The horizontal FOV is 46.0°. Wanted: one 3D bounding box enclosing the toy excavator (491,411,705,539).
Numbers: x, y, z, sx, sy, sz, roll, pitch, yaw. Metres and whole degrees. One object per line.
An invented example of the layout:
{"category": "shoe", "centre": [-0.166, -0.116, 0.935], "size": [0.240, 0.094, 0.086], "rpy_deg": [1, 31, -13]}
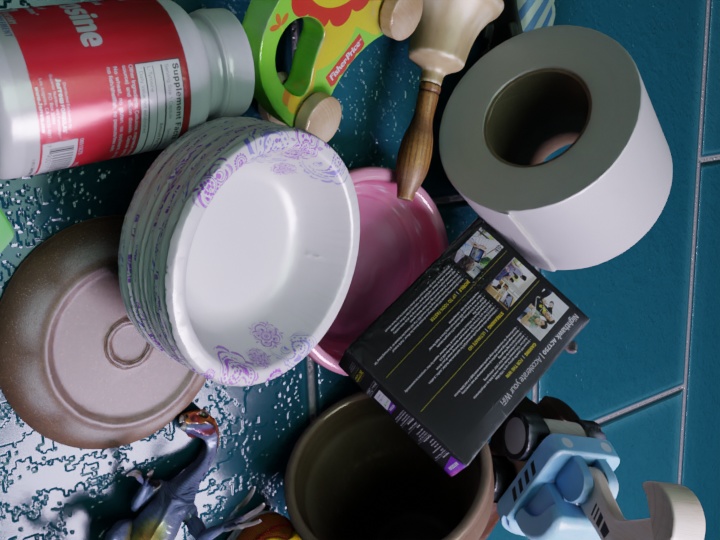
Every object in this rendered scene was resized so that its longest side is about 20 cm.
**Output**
{"category": "toy excavator", "centre": [0.211, 0.215, 0.786], "size": [0.099, 0.201, 0.196], "rpy_deg": [11, 124, -25]}

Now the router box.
{"category": "router box", "centre": [0.099, 0.067, 0.800], "size": [0.149, 0.051, 0.200], "rpy_deg": [43, 65, 9]}

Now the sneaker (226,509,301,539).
{"category": "sneaker", "centre": [-0.126, 0.320, 0.792], "size": [0.073, 0.077, 0.201], "rpy_deg": [41, 76, -37]}

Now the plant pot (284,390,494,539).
{"category": "plant pot", "centre": [0.038, 0.246, 0.847], "size": [0.200, 0.199, 0.176], "rpy_deg": [-39, 138, -24]}

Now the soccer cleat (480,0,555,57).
{"category": "soccer cleat", "centre": [0.172, -0.303, 0.897], "size": [0.086, 0.069, 0.202], "rpy_deg": [-11, 111, -45]}

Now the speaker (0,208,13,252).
{"category": "speaker", "centre": [-0.336, 0.007, 0.561], "size": [0.200, 0.088, 0.089], "rpy_deg": [-41, 121, -23]}

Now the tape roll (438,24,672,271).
{"category": "tape roll", "centre": [0.195, -0.119, 0.844], "size": [0.139, 0.201, 0.204], "rpy_deg": [37, 77, -52]}

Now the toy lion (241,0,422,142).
{"category": "toy lion", "centre": [-0.032, -0.231, 0.697], "size": [0.201, 0.068, 0.192], "rpy_deg": [-54, 151, -9]}

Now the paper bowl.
{"category": "paper bowl", "centre": [-0.100, -0.019, 0.669], "size": [0.200, 0.104, 0.203], "rpy_deg": [-24, 122, -45]}

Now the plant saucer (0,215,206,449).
{"category": "plant saucer", "centre": [-0.198, 0.057, 0.707], "size": [0.199, 0.037, 0.203], "rpy_deg": [-10, 106, -35]}

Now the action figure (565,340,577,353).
{"category": "action figure", "centre": [0.124, 0.098, 0.945], "size": [0.193, 0.105, 0.200], "rpy_deg": [36, 105, -29]}

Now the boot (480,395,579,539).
{"category": "boot", "centre": [0.129, 0.216, 0.930], "size": [0.185, 0.064, 0.201], "rpy_deg": [22, 114, -36]}

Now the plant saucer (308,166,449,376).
{"category": "plant saucer", "centre": [0.000, 0.000, 0.830], "size": [0.199, 0.051, 0.203], "rpy_deg": [-6, 100, -36]}

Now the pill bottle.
{"category": "pill bottle", "centre": [-0.184, -0.141, 0.627], "size": [0.199, 0.112, 0.114], "rpy_deg": [-18, 110, -33]}

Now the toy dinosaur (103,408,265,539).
{"category": "toy dinosaur", "centre": [-0.187, 0.210, 0.738], "size": [0.105, 0.199, 0.182], "rpy_deg": [51, 33, -20]}

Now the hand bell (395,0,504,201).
{"category": "hand bell", "centre": [0.063, -0.166, 0.806], "size": [0.103, 0.104, 0.202], "rpy_deg": [16, 87, -38]}
